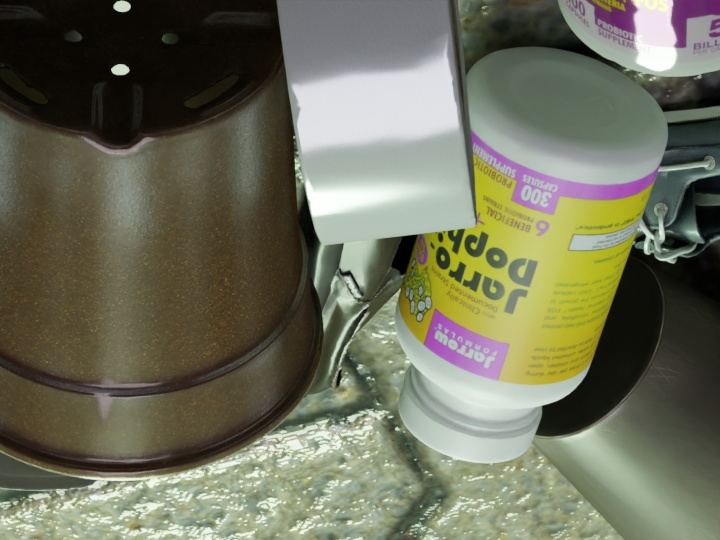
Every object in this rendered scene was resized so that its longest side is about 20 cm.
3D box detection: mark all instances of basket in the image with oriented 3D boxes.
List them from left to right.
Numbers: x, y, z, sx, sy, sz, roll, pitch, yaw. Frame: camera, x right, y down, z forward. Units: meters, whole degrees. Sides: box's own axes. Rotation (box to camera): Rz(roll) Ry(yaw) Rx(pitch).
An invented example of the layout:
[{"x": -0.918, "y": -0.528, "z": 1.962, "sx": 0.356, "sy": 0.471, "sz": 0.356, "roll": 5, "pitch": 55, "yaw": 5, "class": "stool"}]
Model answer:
[{"x": 0.181, "y": 0.087, "z": 1.537, "sx": 0.180, "sy": 0.136, "sz": 0.200, "roll": -33, "pitch": 130, "yaw": 28, "class": "basket"}]

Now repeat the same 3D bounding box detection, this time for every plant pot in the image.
[{"x": -0.112, "y": -0.042, "z": 1.302, "sx": 0.200, "sy": 0.200, "sz": 0.198, "roll": 0, "pitch": 134, "yaw": -5, "class": "plant pot"}]

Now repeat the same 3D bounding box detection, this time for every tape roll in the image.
[{"x": 0.006, "y": -0.114, "z": 1.196, "sx": 0.071, "sy": 0.203, "sz": 0.203, "roll": -6, "pitch": 143, "yaw": 4, "class": "tape roll"}]

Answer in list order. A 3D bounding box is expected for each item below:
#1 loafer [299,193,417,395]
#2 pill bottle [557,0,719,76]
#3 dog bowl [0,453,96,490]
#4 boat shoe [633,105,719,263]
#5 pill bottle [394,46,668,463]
[{"x": 0.000, "y": 0.000, "z": 1.446, "sx": 0.071, "sy": 0.073, "sz": 0.200, "roll": 5, "pitch": 142, "yaw": -9, "class": "loafer"}, {"x": 0.135, "y": -0.185, "z": 1.184, "sx": 0.112, "sy": 0.112, "sz": 0.200, "roll": -6, "pitch": 143, "yaw": 3, "class": "pill bottle"}, {"x": -0.174, "y": 0.041, "z": 1.500, "sx": 0.200, "sy": 0.059, "sz": 0.200, "roll": -3, "pitch": 143, "yaw": -2, "class": "dog bowl"}, {"x": 0.161, "y": -0.040, "z": 1.419, "sx": 0.200, "sy": 0.062, "sz": 0.073, "roll": -15, "pitch": 143, "yaw": 15, "class": "boat shoe"}, {"x": 0.078, "y": -0.003, "z": 1.383, "sx": 0.104, "sy": 0.104, "sz": 0.200, "roll": 7, "pitch": 123, "yaw": -14, "class": "pill bottle"}]
